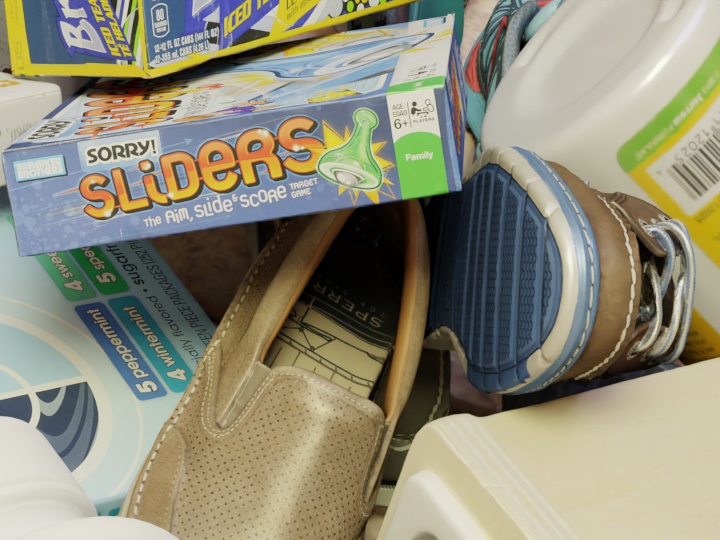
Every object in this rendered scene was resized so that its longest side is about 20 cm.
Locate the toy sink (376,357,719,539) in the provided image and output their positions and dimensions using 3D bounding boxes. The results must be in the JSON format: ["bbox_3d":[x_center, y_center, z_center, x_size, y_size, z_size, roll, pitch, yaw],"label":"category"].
[{"bbox_3d":[0.066,0.114,0.774,0.199,0.131,0.112,-13,46,-34],"label":"toy sink"}]

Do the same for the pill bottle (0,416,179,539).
[{"bbox_3d":[-0.067,0.137,0.689,0.111,0.112,0.200,-15,53,-37],"label":"pill bottle"}]

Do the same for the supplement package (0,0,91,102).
[{"bbox_3d":[-0.102,-0.180,1.024,0.120,0.201,0.121,34,38,20],"label":"supplement package"}]

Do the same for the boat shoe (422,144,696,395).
[{"bbox_3d":[0.065,-0.001,0.814,0.072,0.073,0.200,5,4,-8],"label":"boat shoe"}]

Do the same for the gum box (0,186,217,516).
[{"bbox_3d":[-0.145,0.036,0.856,0.199,0.045,0.170,-12,46,-33],"label":"gum box"}]

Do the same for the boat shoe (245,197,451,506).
[{"bbox_3d":[-0.003,0.000,0.950,0.072,0.060,0.202,7,38,-17],"label":"boat shoe"}]

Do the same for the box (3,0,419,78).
[{"bbox_3d":[-0.044,-0.120,0.950,0.064,0.070,0.200,4,16,33],"label":"box"}]

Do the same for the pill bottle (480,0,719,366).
[{"bbox_3d":[0.146,-0.013,0.935,0.200,0.111,0.111,44,31,-20],"label":"pill bottle"}]

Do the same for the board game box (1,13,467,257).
[{"bbox_3d":[-0.033,-0.048,0.867,0.135,0.035,0.200,-9,11,4],"label":"board game box"}]

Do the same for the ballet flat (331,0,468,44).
[{"bbox_3d":[0.018,-0.128,1.135,0.074,0.074,0.200,21,35,4],"label":"ballet flat"}]

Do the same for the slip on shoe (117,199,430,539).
[{"bbox_3d":[-0.021,0.054,0.810,0.076,0.061,0.200,31,50,-8],"label":"slip on shoe"}]

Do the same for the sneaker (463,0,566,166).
[{"bbox_3d":[0.086,-0.073,1.053,0.079,0.096,0.200,14,36,-6],"label":"sneaker"}]

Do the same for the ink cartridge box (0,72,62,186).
[{"bbox_3d":[-0.203,-0.058,0.924,0.200,0.037,0.094,18,25,40],"label":"ink cartridge box"}]

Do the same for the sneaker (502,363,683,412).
[{"bbox_3d":[0.141,0.084,0.915,0.200,0.070,0.082,34,15,23],"label":"sneaker"}]
